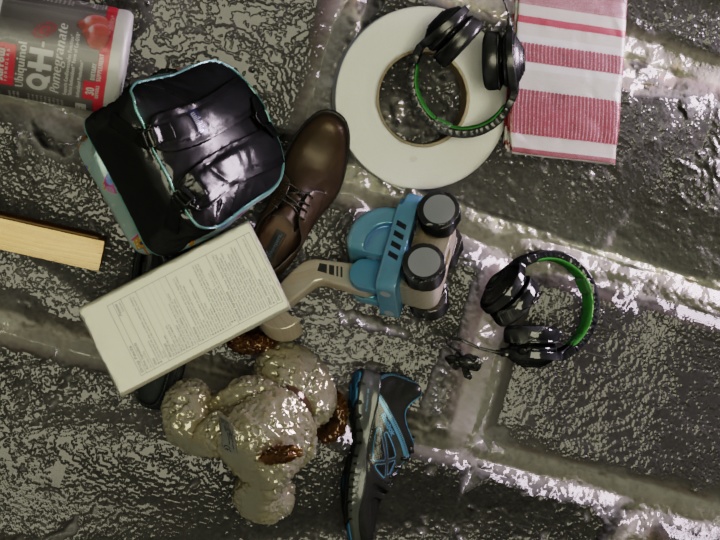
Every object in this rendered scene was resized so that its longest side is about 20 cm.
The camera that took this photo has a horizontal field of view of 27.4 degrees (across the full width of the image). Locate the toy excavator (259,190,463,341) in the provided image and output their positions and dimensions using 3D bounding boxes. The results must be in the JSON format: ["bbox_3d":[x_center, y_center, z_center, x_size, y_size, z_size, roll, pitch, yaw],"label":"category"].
[{"bbox_3d":[0.000,0.000,1.621,0.197,0.100,0.197,12,66,13],"label":"toy excavator"}]

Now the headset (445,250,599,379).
[{"bbox_3d":[0.184,0.057,1.651,0.198,0.094,0.125,-28,98,-16],"label":"headset"}]

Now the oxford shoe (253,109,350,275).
[{"bbox_3d":[-0.065,-0.078,1.603,0.072,0.084,0.202,23,98,-2],"label":"oxford shoe"}]

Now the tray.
[{"bbox_3d":[-0.370,-0.041,1.568,0.197,0.099,0.038,14,92,-9],"label":"tray"}]

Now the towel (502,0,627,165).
[{"bbox_3d":[0.230,-0.225,1.654,0.142,0.023,0.203,4,90,-21],"label":"towel"}]

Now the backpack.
[{"bbox_3d":[-0.182,-0.122,1.548,0.200,0.153,0.177,-36,97,-46],"label":"backpack"}]

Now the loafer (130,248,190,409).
[{"bbox_3d":[-0.226,0.051,1.605,0.067,0.070,0.204,6,94,22],"label":"loafer"}]

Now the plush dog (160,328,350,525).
[{"bbox_3d":[-0.092,0.152,1.605,0.200,0.160,0.173,47,48,-19],"label":"plush dog"}]

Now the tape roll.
[{"bbox_3d":[0.067,-0.191,1.646,0.200,0.037,0.206,-1,96,-8],"label":"tape roll"}]

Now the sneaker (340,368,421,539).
[{"bbox_3d":[0.023,0.215,1.662,0.081,0.073,0.203,6,96,-10],"label":"sneaker"}]

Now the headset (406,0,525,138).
[{"bbox_3d":[0.129,-0.245,1.603,0.122,0.094,0.202,25,108,2],"label":"headset"}]

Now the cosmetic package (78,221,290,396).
[{"bbox_3d":[-0.182,0.038,1.536,0.198,0.071,0.106,-26,93,-5],"label":"cosmetic package"}]

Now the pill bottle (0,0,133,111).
[{"bbox_3d":[-0.343,-0.235,1.547,0.197,0.111,0.112,9,94,-9],"label":"pill bottle"}]
